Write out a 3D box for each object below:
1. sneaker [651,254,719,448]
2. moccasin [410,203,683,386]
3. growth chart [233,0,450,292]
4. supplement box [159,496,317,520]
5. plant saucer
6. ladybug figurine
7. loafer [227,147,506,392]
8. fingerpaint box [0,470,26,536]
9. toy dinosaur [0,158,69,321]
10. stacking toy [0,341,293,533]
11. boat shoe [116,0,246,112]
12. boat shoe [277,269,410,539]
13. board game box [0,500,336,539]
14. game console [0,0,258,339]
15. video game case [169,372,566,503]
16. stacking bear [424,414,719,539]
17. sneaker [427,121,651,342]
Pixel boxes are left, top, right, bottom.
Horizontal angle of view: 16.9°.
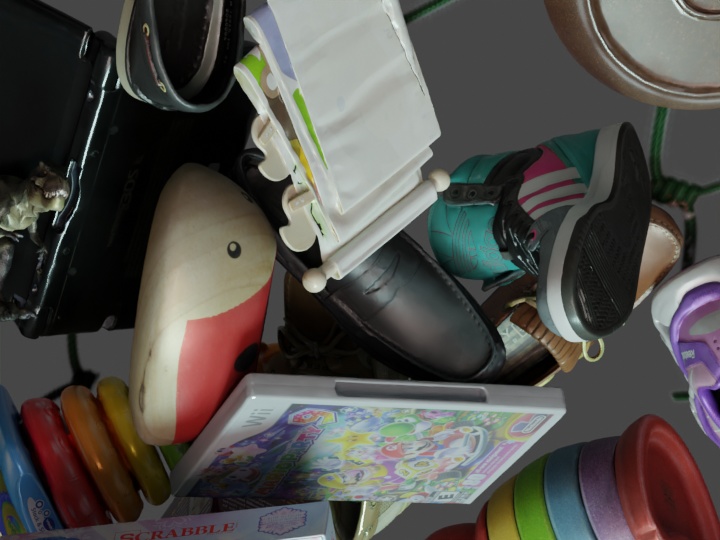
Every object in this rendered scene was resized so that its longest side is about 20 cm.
[{"bbox_3d":[0.246,0.082,1.506,0.080,0.089,0.200,-29,134,8],"label":"sneaker"},{"bbox_3d":[0.114,0.032,1.487,0.201,0.078,0.074,-33,118,16],"label":"moccasin"},{"bbox_3d":[-0.013,-0.102,1.354,0.018,0.144,0.201,2,114,47],"label":"growth chart"},{"bbox_3d":[-0.082,0.210,1.511,0.085,0.200,0.111,27,115,-16],"label":"supplement box"},{"bbox_3d":[0.203,-0.176,1.395,0.199,0.035,0.202,-2,120,-3],"label":"plant saucer"},{"bbox_3d":[-0.091,0.026,1.400,0.071,0.136,0.201,10,140,-1],"label":"ladybug figurine"},{"bbox_3d":[0.000,0.000,1.415,0.200,0.070,0.068,40,84,12],"label":"loafer"},{"bbox_3d":[-0.315,0.130,1.525,0.166,0.074,0.201,-16,121,7],"label":"fingerpaint box"},{"bbox_3d":[-0.232,-0.012,1.408,0.199,0.047,0.089,-8,87,34],"label":"toy dinosaur"},{"bbox_3d":[-0.126,0.100,1.515,0.199,0.110,0.117,-25,118,-5],"label":"stacking toy"},{"bbox_3d":[-0.092,-0.187,1.323,0.073,0.063,0.203,-3,103,-35],"label":"boat shoe"},{"bbox_3d":[-0.012,0.077,1.499,0.073,0.063,0.202,10,125,31],"label":"boat shoe"},{"bbox_3d":[-0.099,0.236,1.387,0.198,0.041,0.201,-6,115,7],"label":"board game box"},{"bbox_3d":[-0.173,-0.073,1.443,0.175,0.116,0.201,-4,128,-37],"label":"game console"},{"bbox_3d":[0.003,0.102,1.424,0.199,0.018,0.143,4,151,-23],"label":"video game case"},{"bbox_3d":[0.121,0.180,1.562,0.199,0.114,0.121,-26,139,24],"label":"stacking bear"},{"bbox_3d":[0.095,-0.016,1.400,0.120,0.200,0.084,-13,114,22],"label":"sneaker"}]
